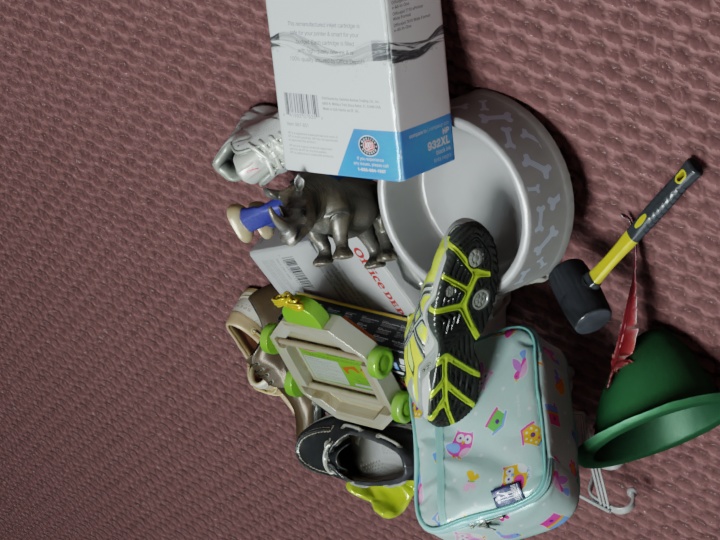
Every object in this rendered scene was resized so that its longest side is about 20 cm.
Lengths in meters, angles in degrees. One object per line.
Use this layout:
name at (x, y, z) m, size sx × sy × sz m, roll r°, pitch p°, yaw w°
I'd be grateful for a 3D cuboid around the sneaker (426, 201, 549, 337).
sneaker at (0.136, 0.012, 1.682) m, size 0.115 × 0.074 × 0.201 m, roll 18°, pitch 140°, yaw 38°

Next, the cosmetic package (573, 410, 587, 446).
cosmetic package at (0.157, 0.203, 1.746) m, size 0.082 × 0.051 × 0.200 m, roll 8°, pitch 150°, yaw -14°

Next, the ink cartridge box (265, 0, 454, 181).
ink cartridge box at (-0.002, -0.191, 1.519) m, size 0.145 × 0.084 × 0.201 m, roll 10°, pitch 113°, yaw 41°

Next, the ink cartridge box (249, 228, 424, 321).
ink cartridge box at (0.000, 0.000, 1.802) m, size 0.199 × 0.084 × 0.146 m, roll -8°, pitch 125°, yaw 50°

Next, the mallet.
mallet at (0.241, -0.018, 1.508) m, size 0.200 × 0.041 × 0.066 m, roll -46°, pitch 53°, yaw 42°

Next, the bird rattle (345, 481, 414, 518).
bird rattle at (0.091, 0.217, 1.906) m, size 0.199 × 0.164 × 0.113 m, roll 22°, pitch 142°, yaw -31°

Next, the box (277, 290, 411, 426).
box at (0.025, 0.108, 1.792) m, size 0.199 × 0.049 × 0.160 m, roll 13°, pitch 142°, yaw 34°

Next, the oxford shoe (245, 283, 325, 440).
oxford shoe at (-0.088, 0.114, 1.963) m, size 0.073 × 0.084 × 0.201 m, roll 168°, pitch 88°, yaw -83°

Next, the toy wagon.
toy wagon at (-0.030, 0.086, 1.730) m, size 0.155 × 0.040 × 0.201 m, roll 10°, pitch 141°, yaw 37°

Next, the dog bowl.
dog bowl at (0.100, -0.066, 1.579) m, size 0.199 × 0.059 × 0.201 m, roll 19°, pitch 121°, yaw 35°

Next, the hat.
hat at (0.266, 0.072, 1.638) m, size 0.200 × 0.165 × 0.177 m, roll -38°, pitch 62°, yaw 42°

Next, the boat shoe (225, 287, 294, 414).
boat shoe at (-0.109, 0.116, 2.074) m, size 0.073 × 0.069 × 0.201 m, roll 4°, pitch 132°, yaw 45°

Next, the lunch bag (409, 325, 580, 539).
lunch bag at (0.121, 0.162, 1.610) m, size 0.160 × 0.201 × 0.077 m, roll -20°, pitch 142°, yaw 27°

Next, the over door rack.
over door rack at (0.197, 0.167, 1.804) m, size 0.199 × 0.067 × 0.148 m, roll 14°, pitch 137°, yaw 37°

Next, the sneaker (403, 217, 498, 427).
sneaker at (0.072, 0.043, 1.563) m, size 0.076 × 0.075 × 0.201 m, roll 37°, pitch 123°, yaw 48°

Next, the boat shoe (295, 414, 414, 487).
boat shoe at (-0.004, 0.197, 1.815) m, size 0.199 × 0.060 × 0.074 m, roll 3°, pitch 104°, yaw 42°

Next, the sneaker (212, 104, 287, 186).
sneaker at (-0.078, -0.125, 1.725) m, size 0.078 × 0.099 × 0.200 m, roll 52°, pitch 147°, yaw -15°

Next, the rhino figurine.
rhino figurine at (-0.030, -0.050, 1.599) m, size 0.060 × 0.200 × 0.088 m, roll -14°, pitch 80°, yaw 32°

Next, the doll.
doll at (-0.040, -0.086, 1.705) m, size 0.199 × 0.136 × 0.049 m, roll -27°, pitch 84°, yaw 29°
